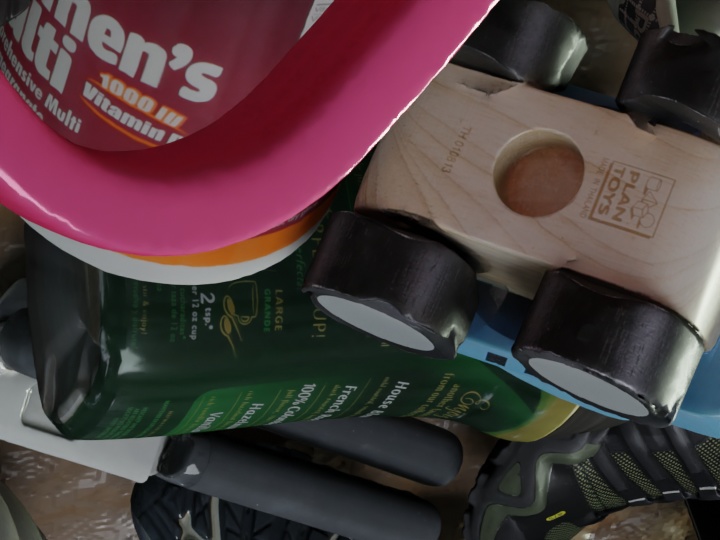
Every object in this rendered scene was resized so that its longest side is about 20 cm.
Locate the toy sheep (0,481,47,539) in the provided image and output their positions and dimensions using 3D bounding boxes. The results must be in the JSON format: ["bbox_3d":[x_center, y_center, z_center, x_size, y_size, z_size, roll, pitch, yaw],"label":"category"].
[{"bbox_3d":[-0.164,0.120,0.967,0.137,0.138,0.200,-27,154,14],"label":"toy sheep"}]

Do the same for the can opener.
[{"bbox_3d":[-0.041,0.054,0.966,0.199,0.067,0.054,21,86,-33],"label":"can opener"}]

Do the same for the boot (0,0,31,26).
[{"bbox_3d":[-0.100,-0.139,0.676,0.070,0.201,0.132,26,166,-23],"label":"boot"}]

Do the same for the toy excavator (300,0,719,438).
[{"bbox_3d":[0.103,0.013,0.836,0.194,0.100,0.200,18,168,22],"label":"toy excavator"}]

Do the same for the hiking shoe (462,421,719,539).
[{"bbox_3d":[0.109,0.059,1.000,0.100,0.076,0.200,35,132,3],"label":"hiking shoe"}]

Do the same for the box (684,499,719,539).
[{"bbox_3d":[0.232,0.050,1.066,0.200,0.079,0.141,-35,142,24],"label":"box"}]

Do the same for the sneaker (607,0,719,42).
[{"bbox_3d":[0.149,-0.133,0.798,0.200,0.081,0.076,-38,136,24],"label":"sneaker"}]

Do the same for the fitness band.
[{"bbox_3d":[-0.020,-0.096,0.617,0.200,0.037,0.144,-50,127,-14],"label":"fitness band"}]

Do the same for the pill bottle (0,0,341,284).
[{"bbox_3d":[-0.032,-0.097,0.751,0.109,0.110,0.200,1,140,-21],"label":"pill bottle"}]

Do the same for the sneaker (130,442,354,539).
[{"bbox_3d":[-0.013,0.128,1.076,0.200,0.078,0.086,32,157,-27],"label":"sneaker"}]

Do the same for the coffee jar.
[{"bbox_3d":[0.000,0.000,0.891,0.199,0.105,0.085,2,159,-21],"label":"coffee jar"}]
